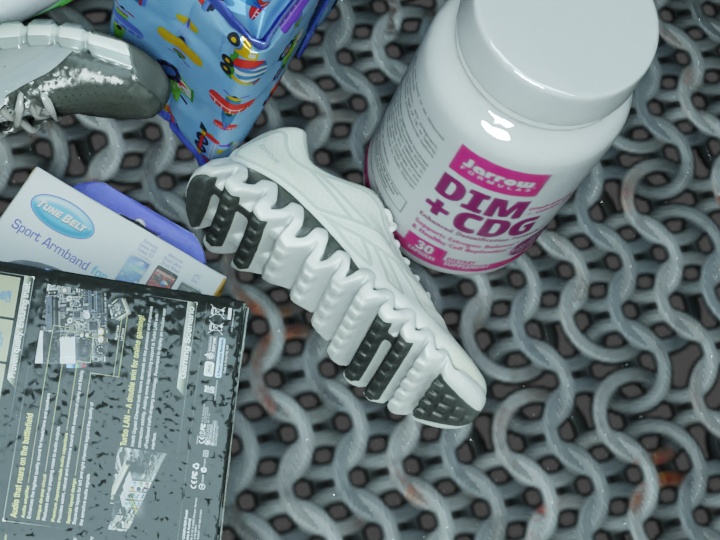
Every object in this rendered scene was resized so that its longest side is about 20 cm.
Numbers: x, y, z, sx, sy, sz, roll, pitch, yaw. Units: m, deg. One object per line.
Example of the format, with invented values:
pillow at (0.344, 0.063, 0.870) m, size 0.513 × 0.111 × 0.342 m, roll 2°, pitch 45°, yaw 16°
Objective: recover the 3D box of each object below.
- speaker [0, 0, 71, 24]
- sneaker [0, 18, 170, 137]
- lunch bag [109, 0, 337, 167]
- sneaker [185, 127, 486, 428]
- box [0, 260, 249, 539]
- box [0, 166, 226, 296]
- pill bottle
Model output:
speaker at (-0.158, -0.208, 0.941) m, size 0.200 × 0.088 × 0.089 m, roll -36°, pitch 80°, yaw -25°
sneaker at (-0.205, -0.072, 0.873) m, size 0.199 × 0.075 × 0.116 m, roll 9°, pitch 69°, yaw 8°
lunch bag at (-0.041, -0.174, 0.919) m, size 0.094 × 0.151 × 0.200 m, roll 39°, pitch 64°, yaw 4°
sneaker at (0.000, 0.000, 0.902) m, size 0.200 × 0.075 × 0.081 m, roll 45°, pitch 53°, yaw 5°
box at (-0.146, 0.107, 0.763) m, size 0.163 × 0.086 × 0.201 m, roll 9°, pitch 67°, yaw -11°
box at (-0.158, 0.039, 0.858) m, size 0.119 × 0.041 × 0.200 m, roll 30°, pitch 65°, yaw 0°
pill bottle at (0.076, -0.085, 0.882) m, size 0.113 × 0.200 × 0.114 m, roll 5°, pitch 66°, yaw -12°
